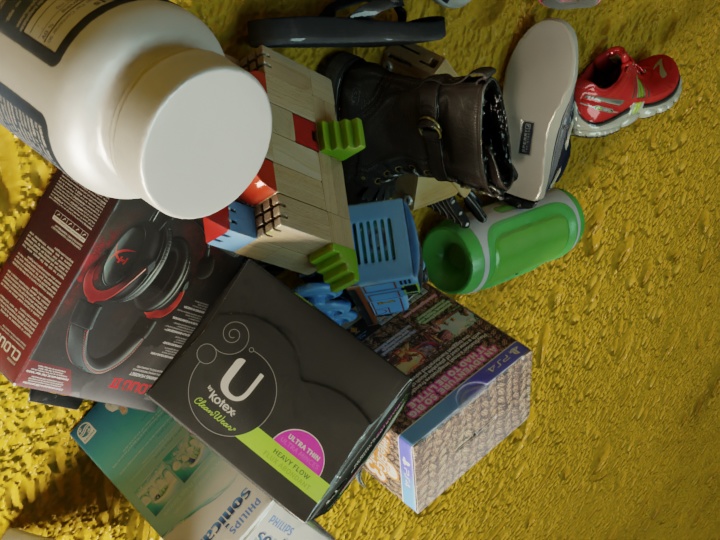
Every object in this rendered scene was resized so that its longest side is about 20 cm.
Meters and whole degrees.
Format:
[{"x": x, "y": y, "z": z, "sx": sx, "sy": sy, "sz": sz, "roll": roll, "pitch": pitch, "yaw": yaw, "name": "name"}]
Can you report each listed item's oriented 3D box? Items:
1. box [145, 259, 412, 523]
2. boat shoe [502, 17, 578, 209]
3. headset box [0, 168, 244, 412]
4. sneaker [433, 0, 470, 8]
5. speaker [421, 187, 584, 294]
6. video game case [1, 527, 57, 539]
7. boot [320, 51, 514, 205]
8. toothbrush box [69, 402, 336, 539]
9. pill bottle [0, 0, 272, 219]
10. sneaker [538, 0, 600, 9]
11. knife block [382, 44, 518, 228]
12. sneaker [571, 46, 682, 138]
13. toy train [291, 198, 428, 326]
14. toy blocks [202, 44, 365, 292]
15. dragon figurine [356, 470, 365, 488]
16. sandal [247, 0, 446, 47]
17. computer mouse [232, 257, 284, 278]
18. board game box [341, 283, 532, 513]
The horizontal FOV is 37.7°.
[{"x": -0.053, "y": 0.097, "z": 0.809, "sx": 0.124, "sy": 0.148, "sz": 0.200, "roll": -53, "pitch": 172, "yaw": -8, "name": "box"}, {"x": 0.194, "y": -0.171, "z": 1.117, "sx": 0.093, "sy": 0.074, "sz": 0.201, "roll": -35, "pitch": 142, "yaw": -56, "name": "boat shoe"}, {"x": -0.185, "y": 0.013, "z": 0.792, "sx": 0.200, "sy": 0.075, "sz": 0.149, "roll": -59, "pitch": 146, "yaw": 3, "name": "headset box"}, {"x": 0.097, "y": -0.284, "z": 0.849, "sx": 0.079, "sy": 0.129, "sz": 0.200, "roll": -36, "pitch": 140, "yaw": -25, "name": "sneaker"}, {"x": 0.159, "y": -0.035, "z": 1.156, "sx": 0.200, "sy": 0.088, "sz": 0.089, "roll": -19, "pitch": 131, "yaw": -41, "name": "speaker"}, {"x": -0.173, "y": 0.260, "z": 0.861, "sx": 0.182, "sy": 0.200, "sz": 0.023, "roll": 36, "pitch": 64, "yaw": -36, "name": "video game case"}, {"x": 0.050, "y": -0.090, "z": 0.892, "sx": 0.069, "sy": 0.174, "sz": 0.201, "roll": -43, "pitch": 139, "yaw": -35, "name": "boot"}, {"x": -0.127, "y": 0.186, "z": 0.887, "sx": 0.085, "sy": 0.200, "sz": 0.146, "roll": -49, "pitch": 145, "yaw": -9, "name": "toothbrush box"}, {"x": -0.149, "y": -0.112, "z": 0.630, "sx": 0.119, "sy": 0.200, "sz": 0.120, "roll": -30, "pitch": 137, "yaw": -32, "name": "pill bottle"}, {"x": 0.173, "y": -0.326, "z": 0.973, "sx": 0.200, "sy": 0.079, "sz": 0.096, "roll": 34, "pitch": 67, "yaw": -55, "name": "sneaker"}, {"x": 0.094, "y": -0.133, "z": 1.020, "sx": 0.175, "sy": 0.064, "sz": 0.201, "roll": -24, "pitch": 133, "yaw": -39, "name": "knife block"}, {"x": 0.301, "y": -0.216, "z": 1.198, "sx": 0.200, "sy": 0.077, "sz": 0.085, "roll": -31, "pitch": 127, "yaw": -36, "name": "sneaker"}, {"x": 0.000, "y": 0.000, "z": 0.923, "sx": 0.200, "sy": 0.114, "sz": 0.087, "roll": 64, "pitch": 20, "yaw": -75, "name": "toy train"}, {"x": -0.077, "y": -0.088, "z": 0.769, "sx": 0.100, "sy": 0.201, "sz": 0.136, "roll": -26, "pitch": 151, "yaw": 36, "name": "toy blocks"}, {"x": 0.053, "y": 0.178, "z": 1.181, "sx": 0.059, "sy": 0.099, "sz": 0.201, "roll": 12, "pitch": 107, "yaw": -52, "name": "dragon figurine"}, {"x": -0.002, "y": -0.203, "z": 0.849, "sx": 0.200, "sy": 0.076, "sz": 0.043, "roll": -13, "pitch": 103, "yaw": -45, "name": "sandal"}, {"x": -0.108, "y": 0.066, "z": 0.953, "sx": 0.110, "sy": 0.044, "sz": 0.201, "roll": -32, "pitch": 136, "yaw": -48, "name": "computer mouse"}, {"x": 0.038, "y": 0.103, "z": 1.019, "sx": 0.159, "sy": 0.200, "sz": 0.097, "roll": -34, "pitch": 139, "yaw": -28, "name": "board game box"}]
